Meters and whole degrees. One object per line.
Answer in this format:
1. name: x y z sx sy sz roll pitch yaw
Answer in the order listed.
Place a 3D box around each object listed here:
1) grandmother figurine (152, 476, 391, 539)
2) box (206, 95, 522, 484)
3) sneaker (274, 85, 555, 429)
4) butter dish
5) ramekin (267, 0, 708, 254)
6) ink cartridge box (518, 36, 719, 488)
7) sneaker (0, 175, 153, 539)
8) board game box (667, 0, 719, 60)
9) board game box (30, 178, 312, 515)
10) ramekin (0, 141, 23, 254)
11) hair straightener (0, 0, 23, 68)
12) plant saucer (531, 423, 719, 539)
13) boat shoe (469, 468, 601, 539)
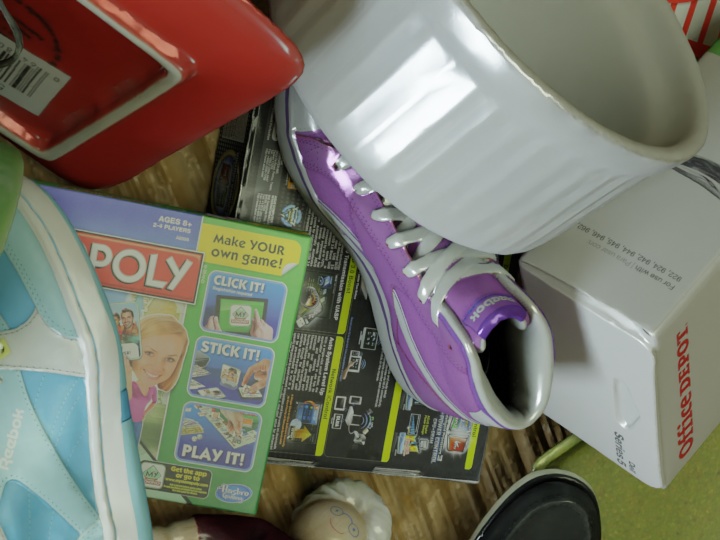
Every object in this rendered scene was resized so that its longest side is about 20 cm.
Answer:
1. grandmother figurine: -0.053 0.163 0.893 0.200 0.061 0.121 -35 91 -44
2. box: 0.000 0.000 0.933 0.160 0.044 0.201 7 96 -25
3. sneaker: 0.035 -0.017 0.859 0.073 0.114 0.201 -32 109 -14
4. butter dish: -0.126 -0.154 0.795 0.200 0.199 0.148 35 58 -23
5. ramekin: 0.053 -0.104 0.831 0.200 0.201 0.098 34 125 -25
6. ink cartridge box: 0.175 -0.012 0.935 0.200 0.084 0.146 -46 148 -21
7. sneaker: -0.167 0.067 0.788 0.130 0.079 0.201 -17 100 -29
8. board game box: 0.161 -0.217 0.965 0.151 0.046 0.200 16 92 -25
9. board game box: -0.133 0.029 0.860 0.199 0.029 0.135 10 96 -10
10. ramekin: -0.223 0.016 0.721 0.098 0.200 0.200 30 86 -20
11. hair straightener: -0.187 -0.089 0.761 0.077 0.200 0.041 26 56 -28
12. plant saucer: 0.199 0.130 1.041 0.199 0.048 0.200 -33 110 -16
13. boat shoe: 0.073 0.199 0.963 0.074 0.063 0.202 23 102 -6
